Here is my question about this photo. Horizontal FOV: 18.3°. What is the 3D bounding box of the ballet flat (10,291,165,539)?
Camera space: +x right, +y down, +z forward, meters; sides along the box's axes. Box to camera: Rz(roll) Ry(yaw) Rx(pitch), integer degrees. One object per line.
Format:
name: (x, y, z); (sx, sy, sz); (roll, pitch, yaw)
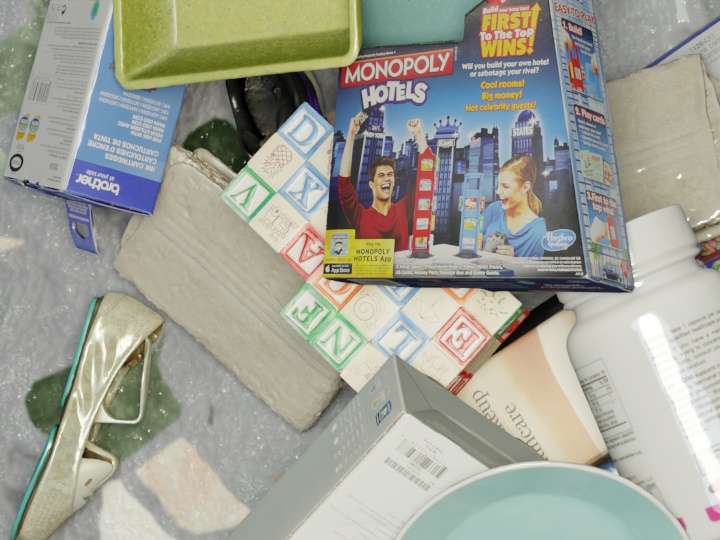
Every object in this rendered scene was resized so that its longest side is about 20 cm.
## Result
ballet flat: (-0.194, 0.115, 1.612); (0.062, 0.067, 0.201); (19, 90, 1)

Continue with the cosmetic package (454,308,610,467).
cosmetic package: (0.112, 0.106, 1.522); (0.199, 0.087, 0.104); (-35, 80, 6)

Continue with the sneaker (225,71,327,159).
sneaker: (-0.042, -0.071, 1.570); (0.069, 0.099, 0.201); (-33, 76, 11)

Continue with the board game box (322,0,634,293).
board game box: (0.078, -0.090, 1.394); (0.199, 0.062, 0.201); (1, 82, 36)

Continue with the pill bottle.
pill bottle: (0.198, 0.068, 1.408); (0.113, 0.113, 0.201); (-23, 85, 7)

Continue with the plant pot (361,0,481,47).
plant pot: (0.069, -0.181, 1.509); (0.199, 0.200, 0.136); (-12, 78, 9)

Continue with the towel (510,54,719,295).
towel: (0.158, -0.063, 1.525); (0.199, 0.034, 0.133); (-15, 62, 13)

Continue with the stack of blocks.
stack of blocks: (0.000, 0.000, 1.480); (0.200, 0.059, 0.115); (44, 92, 11)

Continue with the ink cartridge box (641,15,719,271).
ink cartridge box: (0.248, -0.062, 1.544); (0.197, 0.047, 0.201); (-34, 54, 7)

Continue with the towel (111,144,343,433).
towel: (-0.081, 0.011, 1.584); (0.200, 0.034, 0.133); (42, 130, 9)

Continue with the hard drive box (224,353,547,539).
hard drive box: (0.019, 0.179, 1.428); (0.156, 0.077, 0.200); (36, 108, -21)

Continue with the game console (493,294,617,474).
game console: (0.124, 0.132, 1.572); (0.199, 0.031, 0.177); (-34, 82, 5)

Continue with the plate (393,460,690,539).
plate: (0.110, 0.194, 1.382); (0.199, 0.026, 0.201); (0, 122, 0)

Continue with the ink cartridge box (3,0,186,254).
ink cartridge box: (-0.185, -0.116, 1.582); (0.076, 0.136, 0.201); (17, 89, -27)

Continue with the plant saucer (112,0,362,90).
plant saucer: (-0.074, -0.224, 1.463); (0.199, 0.048, 0.202); (-3, 89, 35)
